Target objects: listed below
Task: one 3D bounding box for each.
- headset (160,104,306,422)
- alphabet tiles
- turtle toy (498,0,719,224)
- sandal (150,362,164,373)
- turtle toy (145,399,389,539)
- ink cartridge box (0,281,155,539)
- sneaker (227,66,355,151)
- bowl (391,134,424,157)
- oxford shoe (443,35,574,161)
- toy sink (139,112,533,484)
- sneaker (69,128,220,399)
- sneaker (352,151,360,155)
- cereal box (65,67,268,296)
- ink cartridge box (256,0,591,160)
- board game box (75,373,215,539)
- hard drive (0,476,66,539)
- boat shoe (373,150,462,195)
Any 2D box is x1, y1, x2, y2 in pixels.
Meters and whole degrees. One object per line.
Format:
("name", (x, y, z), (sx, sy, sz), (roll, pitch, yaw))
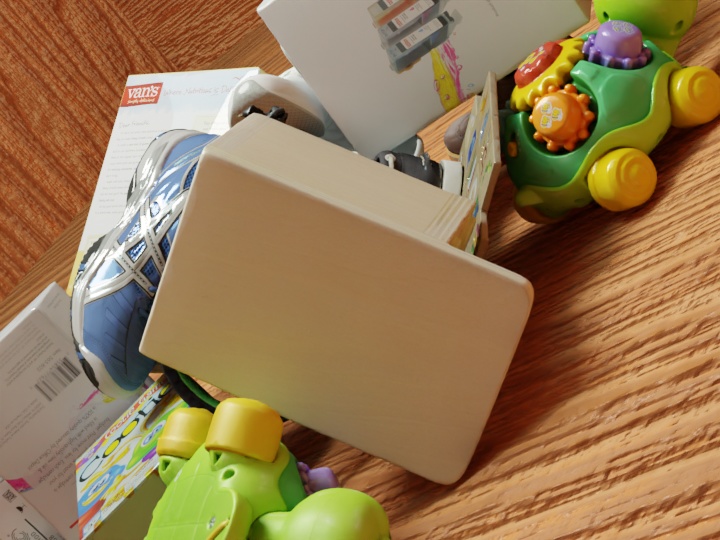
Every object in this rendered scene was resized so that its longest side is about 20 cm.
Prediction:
("headset", (-0.063, -0.001, 1.104), (0.094, 0.123, 0.201), (156, 121, -89))
("alphabet tiles", (0.066, -0.027, 1.135), (0.200, 0.006, 0.167), (-86, 8, -60))
("turtle toy", (0.159, -0.118, 1.148), (0.200, 0.101, 0.146), (-49, 14, -18))
("sandal", (-0.134, 0.028, 1.259), (0.077, 0.070, 0.212), (-13, 4, -16))
("turtle toy", (-0.056, 0.151, 0.949), (0.200, 0.101, 0.146), (-17, 53, 61))
("ink cartridge box", (-0.201, 0.123, 1.302), (0.115, 0.200, 0.068), (-41, 9, 13))
("sneaker", (-0.049, -0.123, 1.338), (0.070, 0.080, 0.200), (-18, -14, 19))
("bowl", (0.000, 0.000, 1.299), (0.201, 0.090, 0.201), (-41, 13, 12))
("oxford shoe", (0.120, -0.142, 1.403), (0.200, 0.073, 0.071), (-26, 22, 54))
("toy sink", (-0.004, 0.012, 1.013), (0.112, 0.200, 0.131), (-50, -19, -68))
("sneaker", (-0.130, -0.009, 1.175), (0.077, 0.076, 0.200), (0, 64, 42))
("sneaker", (-0.063, -0.056, 1.259), (0.077, 0.073, 0.200), (-1, -7, -22))
("cereal box", (-0.148, -0.063, 1.404), (0.144, 0.040, 0.201), (2, 70, 36))
("ink cartridge box", (0.050, -0.202, 1.300), (0.200, 0.145, 0.145), (-31, 13, 18))
("board game box", (-0.116, 0.149, 1.165), (0.103, 0.105, 0.200), (-45, 13, -1))
("hard drive", (-0.228, 0.168, 1.374), (0.200, 0.140, 0.038), (-41, 13, 12))
("boat shoe", (0.023, 0.007, 1.141), (0.074, 0.060, 0.200), (112, 170, -61))
